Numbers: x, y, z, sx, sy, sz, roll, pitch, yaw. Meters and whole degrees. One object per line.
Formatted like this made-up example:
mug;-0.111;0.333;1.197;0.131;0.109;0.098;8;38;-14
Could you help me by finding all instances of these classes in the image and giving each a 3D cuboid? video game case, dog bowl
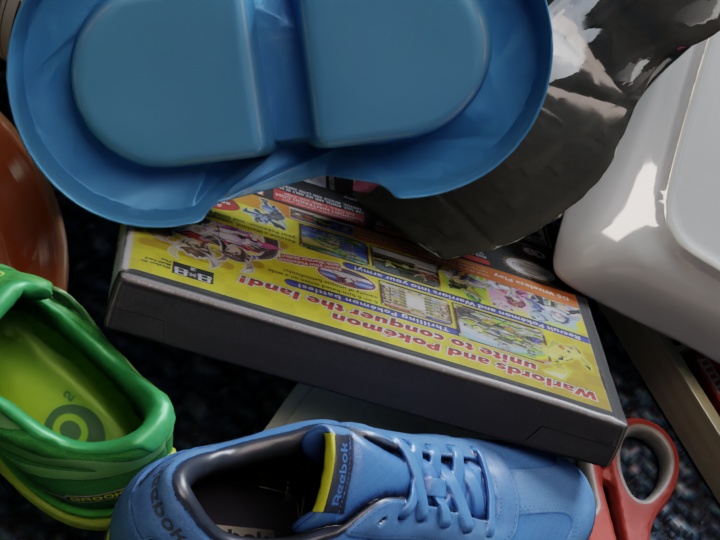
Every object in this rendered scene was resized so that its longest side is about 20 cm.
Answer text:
video game case;0.000;0.000;0.764;0.200;0.026;0.181;17;24;-10
dog bowl;-0.030;-0.081;0.703;0.200;0.050;0.112;-7;103;0

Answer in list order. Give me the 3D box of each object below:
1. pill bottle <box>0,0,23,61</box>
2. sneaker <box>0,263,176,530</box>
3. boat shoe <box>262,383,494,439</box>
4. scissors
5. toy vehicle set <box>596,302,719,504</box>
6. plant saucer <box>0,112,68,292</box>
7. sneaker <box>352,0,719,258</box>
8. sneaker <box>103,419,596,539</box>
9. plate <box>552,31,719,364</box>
pill bottle;-0.130;-0.143;0.784;0.200;0.112;0.112;37;53;11
sneaker;-0.148;0.015;0.675;0.200;0.084;0.074;31;54;-4
boat shoe;-0.016;0.090;0.742;0.073;0.062;0.200;43;54;10
scissors;0.109;0.144;0.798;0.073;0.014;0.200;12;58;-20
toy vehicle set;0.200;0.053;0.882;0.124;0.027;0.200;-20;71;-32
plant saucer;-0.215;-0.007;0.729;0.200;0.032;0.200;11;58;-18
sneaker;0.084;-0.082;0.777;0.200;0.086;0.080;-39;97;1
sneaker;0.010;0.087;0.668;0.200;0.078;0.066;-1;60;-27
plate;0.195;-0.048;0.844;0.199;0.032;0.200;27;70;-24
